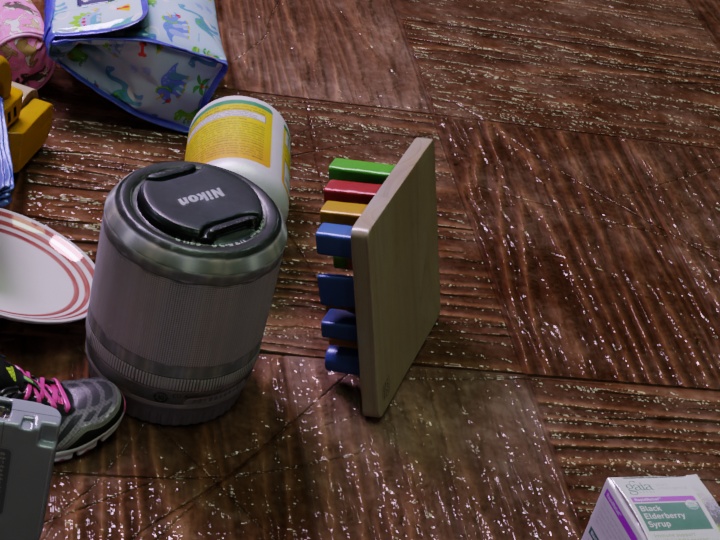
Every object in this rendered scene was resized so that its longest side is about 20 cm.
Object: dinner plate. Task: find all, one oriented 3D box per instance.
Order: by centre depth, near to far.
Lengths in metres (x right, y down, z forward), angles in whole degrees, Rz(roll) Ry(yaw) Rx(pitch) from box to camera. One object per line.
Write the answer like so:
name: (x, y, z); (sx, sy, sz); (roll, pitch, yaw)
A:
dinner plate: (-0.336, -0.003, 1.518); (0.200, 0.024, 0.200); (23, 24, -11)

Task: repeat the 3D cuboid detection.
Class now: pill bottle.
pill bottle: (-0.129, -0.087, 1.678); (0.113, 0.113, 0.200); (10, 35, -9)

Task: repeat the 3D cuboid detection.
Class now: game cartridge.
game cartridge: (-0.337, 0.148, 1.242); (0.200, 0.133, 0.042); (11, 35, -9)

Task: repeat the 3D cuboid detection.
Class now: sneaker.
sneaker: (-0.289, 0.109, 1.358); (0.200, 0.088, 0.074); (-4, 38, -26)

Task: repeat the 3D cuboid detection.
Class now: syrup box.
syrup box: (0.209, 0.255, 1.249); (0.079, 0.200, 0.081); (1, 36, -22)

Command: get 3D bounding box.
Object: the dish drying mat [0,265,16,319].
dish drying mat: (-0.391, -0.018, 1.558); (0.077, 0.018, 0.200); (-11, 43, -33)

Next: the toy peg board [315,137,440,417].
toy peg board: (0.000, 0.000, 1.552); (0.098, 0.200, 0.199); (7, 31, 19)

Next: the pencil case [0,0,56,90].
pencil case: (-0.415, -0.284, 1.869); (0.086, 0.083, 0.200); (-11, 43, -23)

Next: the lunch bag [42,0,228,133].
lunch bag: (-0.263, -0.268, 1.846); (0.200, 0.128, 0.170); (15, 32, -21)

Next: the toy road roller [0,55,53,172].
toy road roller: (-0.397, -0.175, 1.656); (0.123, 0.146, 0.200); (19, 30, 4)

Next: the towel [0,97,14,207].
towel: (-0.424, -0.096, 1.510); (0.200, 0.024, 0.145); (-12, 50, -5)

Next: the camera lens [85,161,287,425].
camera lens: (-0.158, 0.016, 1.441); (0.160, 0.200, 0.160); (11, 34, -7)
